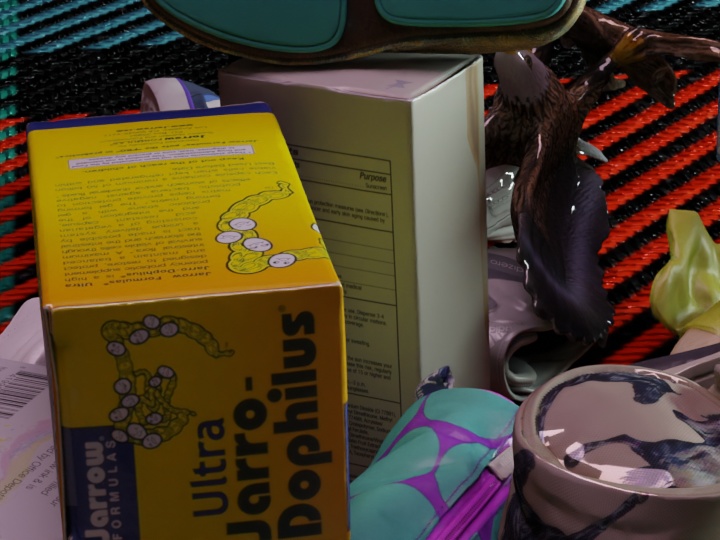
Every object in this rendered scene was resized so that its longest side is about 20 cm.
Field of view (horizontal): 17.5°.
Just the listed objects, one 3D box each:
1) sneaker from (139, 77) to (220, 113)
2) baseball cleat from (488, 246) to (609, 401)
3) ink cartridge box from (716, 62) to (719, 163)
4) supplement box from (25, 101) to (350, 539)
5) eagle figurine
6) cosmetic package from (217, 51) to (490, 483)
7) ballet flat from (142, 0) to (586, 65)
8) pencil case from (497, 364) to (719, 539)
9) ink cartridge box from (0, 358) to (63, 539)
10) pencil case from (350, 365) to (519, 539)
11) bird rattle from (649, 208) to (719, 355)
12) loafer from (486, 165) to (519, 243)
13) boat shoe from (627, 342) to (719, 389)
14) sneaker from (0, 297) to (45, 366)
[{"bbox_3d":[-0.046,-0.059,1.368,0.145,0.081,0.200,1,18,-18],"label":"sneaker"},{"bbox_3d":[0.026,0.027,1.161,0.198,0.070,0.107,-9,24,-15],"label":"baseball cleat"},{"bbox_3d":[0.260,-0.121,1.131,0.143,0.085,0.200,5,27,17],"label":"ink cartridge box"},{"bbox_3d":[-0.072,0.019,0.927,0.108,0.110,0.200,-5,24,-8],"label":"supplement box"},{"bbox_3d":[0.076,-0.060,1.169,0.151,0.151,0.201,-4,47,51],"label":"eagle figurine"},{"bbox_3d":[0.000,0.000,1.059,0.104,0.202,0.071,12,27,28],"label":"cosmetic package"},{"bbox_3d":[0.002,-0.122,1.021,0.198,0.071,0.071,2,24,9],"label":"ballet flat"},{"bbox_3d":[0.081,0.130,0.759,0.089,0.202,0.078,-13,29,-38],"label":"pencil case"},{"bbox_3d":[-0.127,0.110,0.964,0.198,0.084,0.146,9,25,23],"label":"ink cartridge box"},{"bbox_3d":[0.017,0.119,0.927,0.085,0.092,0.200,45,34,-1],"label":"pencil case"},{"bbox_3d":[0.179,0.044,1.029,0.162,0.114,0.200,-10,17,20],"label":"bird rattle"},{"bbox_3d":[0.054,-0.048,1.280,0.070,0.070,0.200,23,20,25],"label":"loafer"},{"bbox_3d":[0.166,0.048,0.922,0.198,0.073,0.063,-13,13,3],"label":"boat shoe"},{"bbox_3d":[-0.127,0.024,1.188,0.088,0.076,0.199,3,23,42],"label":"sneaker"}]
